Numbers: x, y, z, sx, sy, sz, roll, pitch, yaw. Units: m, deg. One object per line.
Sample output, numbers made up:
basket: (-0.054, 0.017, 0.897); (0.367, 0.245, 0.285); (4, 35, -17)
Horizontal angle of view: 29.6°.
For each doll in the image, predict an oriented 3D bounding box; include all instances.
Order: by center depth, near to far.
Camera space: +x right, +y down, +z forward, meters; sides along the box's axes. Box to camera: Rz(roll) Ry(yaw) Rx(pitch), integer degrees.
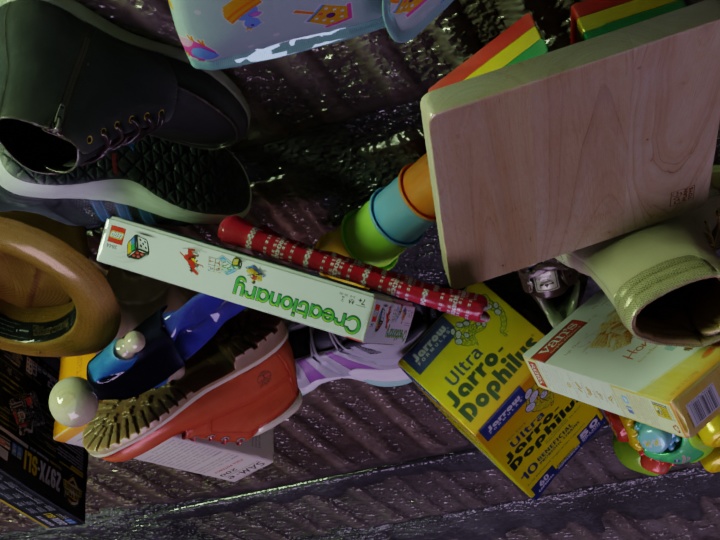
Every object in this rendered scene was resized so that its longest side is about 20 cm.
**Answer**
doll: (-0.158, 0.060, 1.078); (0.199, 0.049, 0.137); (-36, 164, -8)

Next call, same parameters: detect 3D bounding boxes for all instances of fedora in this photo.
fedora: (-0.269, -0.008, 1.069); (0.198, 0.083, 0.201); (10, 148, 6)

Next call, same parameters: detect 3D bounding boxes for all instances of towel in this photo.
towel: (0.000, 0.000, 1.006); (0.198, 0.023, 0.145); (18, -179, 8)

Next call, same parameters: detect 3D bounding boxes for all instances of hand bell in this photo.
hand bell: (-0.183, -0.018, 1.098); (0.103, 0.105, 0.201); (-2, 139, -1)

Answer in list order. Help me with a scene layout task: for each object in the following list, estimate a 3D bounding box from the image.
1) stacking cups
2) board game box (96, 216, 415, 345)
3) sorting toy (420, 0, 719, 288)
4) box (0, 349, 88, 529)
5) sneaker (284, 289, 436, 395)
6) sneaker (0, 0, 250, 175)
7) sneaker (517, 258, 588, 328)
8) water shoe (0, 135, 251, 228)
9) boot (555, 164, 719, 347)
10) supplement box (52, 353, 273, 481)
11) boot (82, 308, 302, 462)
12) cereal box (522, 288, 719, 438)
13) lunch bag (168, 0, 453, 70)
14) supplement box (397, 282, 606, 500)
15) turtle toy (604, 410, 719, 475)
stacking cups: (0.035, -0.053, 1.057); (0.060, 0.061, 0.200); (14, 144, -27)
board game box: (-0.070, 0.009, 0.957); (0.198, 0.035, 0.126); (16, 180, 15)
sorting toy: (0.135, -0.096, 0.913); (0.197, 0.070, 0.201); (-18, 147, -3)
box: (-0.315, 0.134, 1.265); (0.049, 0.162, 0.200); (-8, 152, 14)
sneaker: (-0.027, 0.052, 1.233); (0.197, 0.079, 0.140); (-7, 151, -11)
sneaker: (-0.159, -0.097, 0.901); (0.199, 0.107, 0.074); (21, 144, -37)
sneaker: (0.154, -0.022, 1.096); (0.070, 0.076, 0.200); (-11, 151, 16)
water shoe: (-0.177, -0.068, 0.994); (0.198, 0.072, 0.079); (9, 157, -30)
boot: (0.253, -0.012, 1.013); (0.197, 0.156, 0.074); (-7, 120, -18)
supplement box: (-0.179, 0.111, 1.268); (0.199, 0.127, 0.073); (20, 144, -34)
boot: (-0.139, 0.124, 1.177); (0.199, 0.075, 0.108); (-29, 126, -15)
cereal box: (0.233, 0.053, 1.052); (0.040, 0.143, 0.199); (59, 161, -20)
lunch bag: (-0.012, -0.205, 0.701); (0.197, 0.123, 0.171); (-9, 150, -4)
supplement box: (0.136, 0.114, 1.269); (0.109, 0.109, 0.200); (-47, 146, -3)
turtle toy: (0.287, 0.136, 1.308); (0.100, 0.147, 0.200); (-25, 150, 0)
